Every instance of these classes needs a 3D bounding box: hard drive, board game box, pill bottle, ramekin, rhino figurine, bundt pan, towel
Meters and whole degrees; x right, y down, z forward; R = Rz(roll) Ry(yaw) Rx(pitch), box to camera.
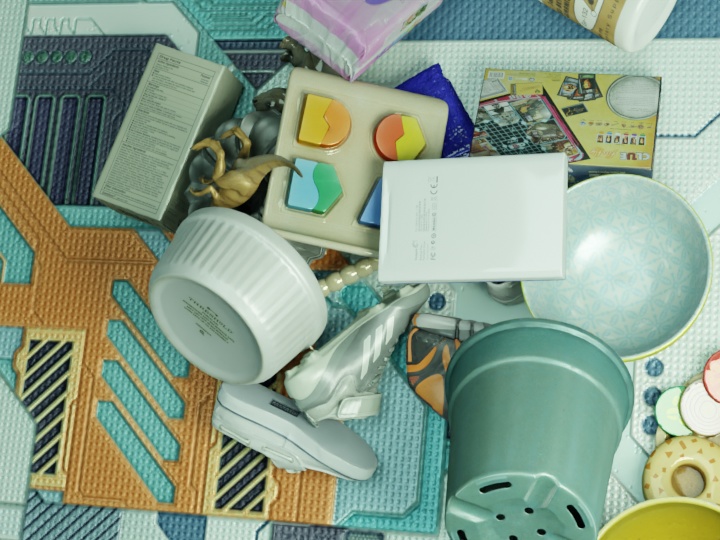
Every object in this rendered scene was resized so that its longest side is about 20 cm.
[{"bbox_3d":[0.119,-0.054,1.647,0.198,0.025,0.133,-2,76,19],"label":"hard drive"},{"bbox_3d":[0.226,-0.158,1.716,0.198,0.035,0.136,5,55,13],"label":"board game box"},{"bbox_3d":[0.251,-0.339,1.744,0.199,0.114,0.115,35,87,21],"label":"pill bottle"},{"bbox_3d":[-0.143,0.036,1.708,0.201,0.203,0.094,26,53,20],"label":"ramekin"},{"bbox_3d":[-0.057,-0.237,1.835,0.087,0.060,0.200,42,93,12],"label":"rhino figurine"},{"bbox_3d":[-0.120,-0.088,1.780,0.200,0.076,0.204,-2,86,29],"label":"bundt pan"},{"bbox_3d":[0.037,-0.132,1.788,0.199,0.050,0.148,-31,71,6],"label":"towel"}]

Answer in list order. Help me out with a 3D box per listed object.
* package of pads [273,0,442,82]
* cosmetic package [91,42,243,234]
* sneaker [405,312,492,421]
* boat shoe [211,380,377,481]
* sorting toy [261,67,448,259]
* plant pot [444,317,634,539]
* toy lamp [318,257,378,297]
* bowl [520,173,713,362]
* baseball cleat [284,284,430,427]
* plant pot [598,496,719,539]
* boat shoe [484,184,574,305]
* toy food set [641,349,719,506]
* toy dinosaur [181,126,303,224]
[{"bbox_3d":[0.006,-0.311,1.770,0.120,0.076,0.200,40,54,6],"label":"package of pads"},{"bbox_3d":[-0.228,-0.156,1.856,0.103,0.073,0.202,21,83,20],"label":"cosmetic package"},{"bbox_3d":[0.144,0.115,1.691,0.198,0.078,0.113,9,90,18],"label":"sneaker"},{"bbox_3d":[-0.075,0.190,1.737,0.199,0.073,0.066,28,115,16],"label":"boat shoe"},{"bbox_3d":[-0.003,-0.117,1.713,0.183,0.036,0.202,12,75,-7],"label":"sorting toy"},{"bbox_3d":[0.168,0.187,1.550,0.198,0.202,0.197,-2,37,15],"label":"plant pot"},{"bbox_3d":[0.000,0.000,1.764,0.199,0.058,0.059,-26,71,11],"label":"toy lamp"},{"bbox_3d":[0.275,0.008,1.654,0.198,0.108,0.202,-4,76,15],"label":"bowl"},{"bbox_3d":[0.012,0.097,1.732,0.199,0.070,0.107,-36,95,-9],"label":"baseball cleat"},{"bbox_3d":[0.320,0.332,1.542,0.198,0.142,0.202,-4,76,15],"label":"plant pot"},{"bbox_3d":[0.204,-0.053,1.710,0.200,0.069,0.072,-46,69,1],"label":"boat shoe"},{"bbox_3d":[0.397,0.184,1.607,0.198,0.049,0.200,12,80,19],"label":"toy food set"},{"bbox_3d":[-0.128,-0.107,1.713,0.200,0.060,0.107,-35,79,41],"label":"toy dinosaur"}]
